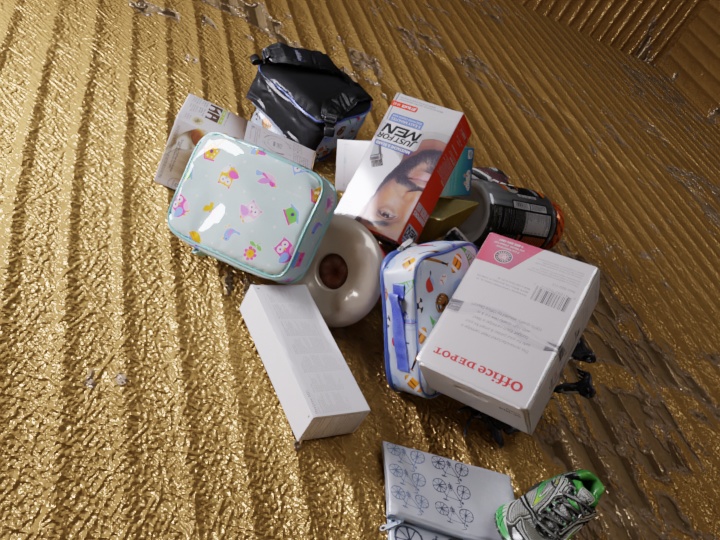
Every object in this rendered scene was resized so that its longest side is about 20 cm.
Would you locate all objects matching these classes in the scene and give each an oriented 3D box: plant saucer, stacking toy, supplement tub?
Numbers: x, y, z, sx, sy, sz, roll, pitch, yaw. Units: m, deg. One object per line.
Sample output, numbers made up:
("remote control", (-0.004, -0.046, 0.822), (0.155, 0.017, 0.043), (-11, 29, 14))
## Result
("plant saucer", (0.064, -0.085, 1.142), (0.199, 0.049, 0.200), (10, 16, 23))
("stacking toy", (0.000, 0.000, 1.024), (0.146, 0.146, 0.200), (45, 19, 18))
("supplement tub", (0.267, -0.093, 1.322), (0.199, 0.123, 0.123), (6, 42, -34))

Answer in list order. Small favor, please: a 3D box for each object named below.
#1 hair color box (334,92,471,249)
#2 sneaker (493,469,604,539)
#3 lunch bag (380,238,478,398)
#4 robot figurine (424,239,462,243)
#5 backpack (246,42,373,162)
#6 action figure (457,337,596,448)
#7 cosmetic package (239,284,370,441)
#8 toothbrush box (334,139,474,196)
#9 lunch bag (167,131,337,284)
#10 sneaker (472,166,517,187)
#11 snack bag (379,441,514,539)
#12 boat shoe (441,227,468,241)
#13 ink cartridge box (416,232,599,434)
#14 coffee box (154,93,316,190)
("hair color box", (0.060, -0.137, 1.016), (0.111, 0.201, 0.064), (23, -7, 26))
("sneaker", (0.220, 0.275, 0.835), (0.078, 0.085, 0.200), (53, 30, 13))
("lunch bag", (0.090, 0.056, 0.944), (0.075, 0.201, 0.160), (6, 16, 43))
("robot figurine", (0.142, 0.026, 1.071), (0.199, 0.145, 0.058), (22, 24, -27))
("backpack", (-0.080, -0.280, 1.256), (0.190, 0.154, 0.200), (-28, 72, -43))
("action figure", (0.215, 0.161, 0.978), (0.199, 0.119, 0.102), (-18, 8, -9))
("cosmetic package", (-0.072, 0.105, 0.874), (0.082, 0.051, 0.200), (3, 44, -38))
("toothbrush box", (0.074, -0.166, 1.185), (0.146, 0.086, 0.200), (11, 14, 35))
("lunch bag", (-0.142, -0.077, 0.933), (0.199, 0.161, 0.077), (24, 4, 18))
("sneaker", (0.302, -0.156, 1.471), (0.200, 0.076, 0.115), (37, 32, 7))
("snack bag", (0.108, 0.295, 0.808), (0.188, 0.021, 0.200), (21, 36, -17))
("boat shoe", (0.143, -0.013, 1.177), (0.075, 0.093, 0.200), (52, 9, 16))
("ink cartridge box", (0.179, 0.071, 0.873), (0.146, 0.083, 0.200), (22, 66, 28))
("coffee box", (-0.179, -0.151, 1.051), (0.199, 0.115, 0.080), (22, 35, -13))
